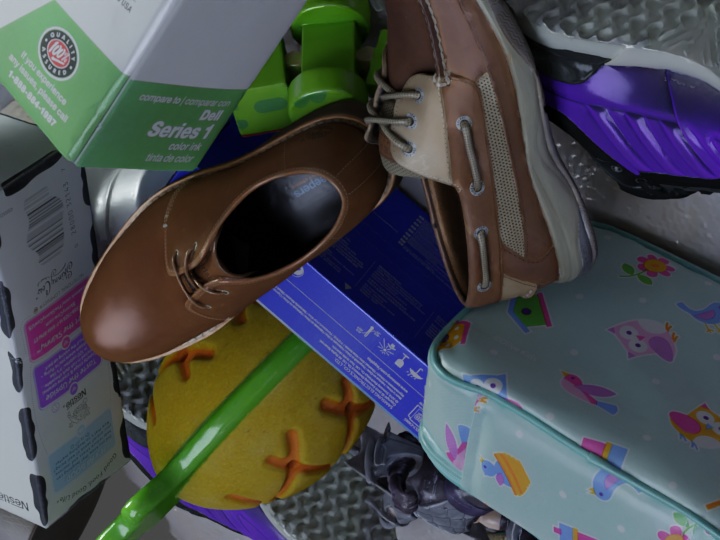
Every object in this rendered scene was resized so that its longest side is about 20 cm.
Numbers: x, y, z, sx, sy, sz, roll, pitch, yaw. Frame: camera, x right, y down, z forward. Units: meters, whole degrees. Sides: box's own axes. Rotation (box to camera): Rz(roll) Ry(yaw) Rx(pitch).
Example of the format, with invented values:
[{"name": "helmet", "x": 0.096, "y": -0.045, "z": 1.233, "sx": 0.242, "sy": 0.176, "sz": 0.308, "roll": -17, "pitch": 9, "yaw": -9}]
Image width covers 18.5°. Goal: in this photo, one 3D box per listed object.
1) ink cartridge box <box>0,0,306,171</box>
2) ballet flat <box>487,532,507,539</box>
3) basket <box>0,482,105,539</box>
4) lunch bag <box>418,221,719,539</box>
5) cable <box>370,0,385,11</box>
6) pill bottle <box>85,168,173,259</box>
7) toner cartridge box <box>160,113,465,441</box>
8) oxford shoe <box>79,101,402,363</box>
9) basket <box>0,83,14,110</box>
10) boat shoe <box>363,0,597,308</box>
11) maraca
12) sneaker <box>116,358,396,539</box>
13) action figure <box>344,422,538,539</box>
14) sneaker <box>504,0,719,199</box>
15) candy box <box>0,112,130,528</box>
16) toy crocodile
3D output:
[{"name": "ink cartridge box", "x": -0.080, "y": -0.162, "z": 0.881, "sx": 0.145, "sy": 0.084, "sz": 0.200, "roll": 47, "pitch": 115, "yaw": 25}, {"name": "ballet flat", "x": 0.137, "y": 0.207, "z": 1.216, "sx": 0.199, "sy": 0.065, "sz": 0.071, "roll": 20, "pitch": 138, "yaw": 24}, {"name": "basket", "x": -0.272, "y": 0.113, "z": 1.411, "sx": 0.199, "sy": 0.136, "sz": 0.181, "roll": 26, "pitch": 143, "yaw": 11}, {"name": "lunch bag", "x": 0.141, "y": 0.067, "z": 1.011, "sx": 0.199, "sy": 0.160, "sz": 0.077, "roll": 30, "pitch": 136, "yaw": 22}, {"name": "cable", "x": -0.025, "y": -0.204, "z": 0.986, "sx": 0.097, "sy": 0.050, "sz": 0.201, "roll": -19, "pitch": 104, "yaw": 43}, {"name": "pill bottle", "x": -0.153, "y": -0.013, "z": 1.206, "sx": 0.199, "sy": 0.111, "sz": 0.112, "roll": -11, "pitch": 119, "yaw": 44}, {"name": "toner cartridge box", "x": 0.000, "y": 0.000, "z": 1.102, "sx": 0.200, "sy": 0.095, "sz": 0.043, "roll": 41, "pitch": 128, "yaw": 0}, {"name": "oxford shoe", "x": -0.070, "y": -0.009, "z": 1.028, "sx": 0.200, "sy": 0.071, "sz": 0.071, "roll": -35, "pitch": 99, "yaw": 32}, {"name": "basket", "x": -0.188, "y": -0.153, "z": 1.038, "sx": 0.136, "sy": 0.200, "sz": 0.123, "roll": 50, "pitch": 147, "yaw": -11}, {"name": "boat shoe", "x": 0.039, "y": -0.067, "z": 0.959, "sx": 0.201, "sy": 0.072, "sz": 0.076, "roll": 65, "pitch": 172, "yaw": -24}, {"name": "maraca", "x": -0.065, "y": 0.078, "z": 1.156, "sx": 0.107, "sy": 0.200, "sz": 0.137, "roll": 44, "pitch": 172, "yaw": 8}, {"name": "sneaker", "x": -0.067, "y": 0.121, "z": 1.295, "sx": 0.200, "sy": 0.070, "sz": 0.100, "roll": 37, "pitch": 149, "yaw": 9}, {"name": "action figure", "x": 0.069, "y": 0.114, "z": 1.163, "sx": 0.130, "sy": 0.070, "sz": 0.200, "roll": 21, "pitch": 154, "yaw": -33}, {"name": "sneaker", "x": 0.152, "y": -0.065, "z": 0.949, "sx": 0.200, "sy": 0.070, "sz": 0.100, "roll": 28, "pitch": 145, "yaw": 24}, {"name": "candy box", "x": -0.214, "y": 0.013, "z": 1.139, "sx": 0.167, "sy": 0.072, "sz": 0.201, "roll": 17, "pitch": 129, "yaw": 31}, {"name": "toy crocodile", "x": -0.053, "y": -0.089, "z": 1.053, "sx": 0.199, "sy": 0.068, "sz": 0.062, "roll": -4, "pitch": 147, "yaw": 5}]
